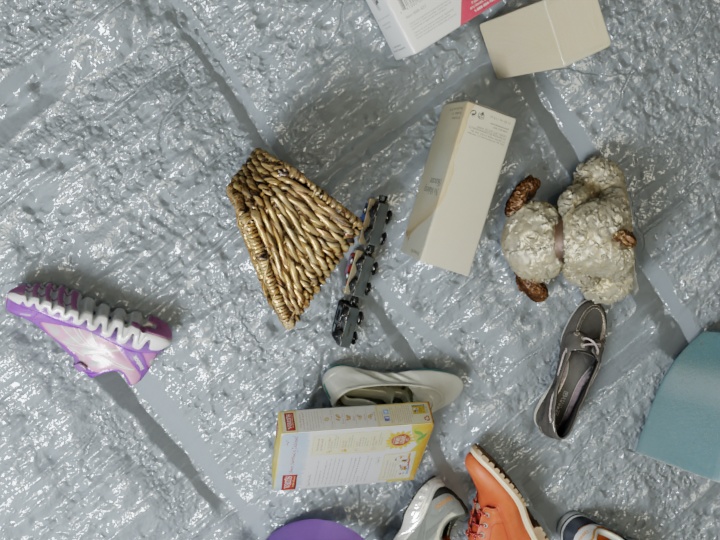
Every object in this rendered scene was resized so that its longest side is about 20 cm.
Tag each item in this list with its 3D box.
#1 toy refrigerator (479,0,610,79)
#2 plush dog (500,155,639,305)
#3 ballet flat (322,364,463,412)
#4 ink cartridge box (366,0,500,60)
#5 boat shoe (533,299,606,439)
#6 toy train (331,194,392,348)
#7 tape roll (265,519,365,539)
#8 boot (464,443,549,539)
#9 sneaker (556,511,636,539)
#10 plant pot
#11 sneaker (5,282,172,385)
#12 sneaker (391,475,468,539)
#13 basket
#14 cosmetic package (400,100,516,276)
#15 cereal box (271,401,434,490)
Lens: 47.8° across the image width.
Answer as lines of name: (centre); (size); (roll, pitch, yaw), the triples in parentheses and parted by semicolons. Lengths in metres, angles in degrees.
toy refrigerator: (0.218, -0.286, 0.978); (0.069, 0.200, 0.077); (-25, 103, -8)
plush dog: (0.270, -0.039, 1.071); (0.168, 0.160, 0.205); (-6, 99, 15)
ballet flat: (0.046, 0.168, 1.077); (0.195, 0.069, 0.071); (7, 97, -13)
ink cartridge box: (0.066, -0.385, 0.987); (0.144, 0.083, 0.202); (-31, 104, -7)
boat shoe: (0.305, 0.142, 1.139); (0.066, 0.057, 0.204); (20, 94, -15)
toy train: (0.000, 0.000, 1.054); (0.033, 0.046, 0.204); (12, 99, -26)
tape roll: (-0.060, 0.436, 1.066); (0.195, 0.066, 0.205); (1, 99, 8)
boot: (0.182, 0.341, 1.138); (0.106, 0.075, 0.202); (-31, 105, -1)
sneaker: (0.380, 0.430, 1.192); (0.198, 0.079, 0.079); (30, 91, -17)
plant pot: (0.539, 0.197, 1.140); (0.193, 0.195, 0.204); (16, 85, -14)
sneaker: (-0.332, 0.081, 0.978); (0.197, 0.081, 0.090); (22, 101, -16)
sneaker: (0.077, 0.385, 1.104); (0.078, 0.074, 0.203); (29, 93, 23)
basket: (-0.105, -0.043, 0.942); (0.142, 0.200, 0.150); (36, 91, -16)
cosmetic package: (0.122, -0.105, 1.035); (0.072, 0.103, 0.204); (16, 94, -13)
cereal box: (-0.014, 0.228, 1.051); (0.195, 0.040, 0.145); (0, 138, -13)
